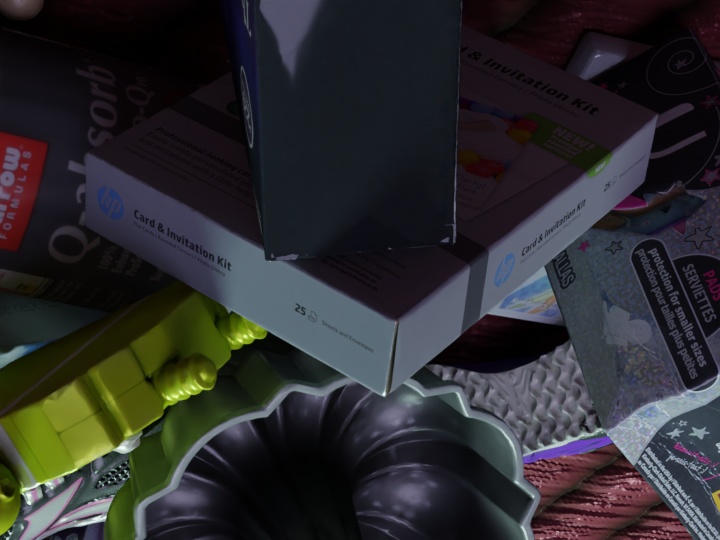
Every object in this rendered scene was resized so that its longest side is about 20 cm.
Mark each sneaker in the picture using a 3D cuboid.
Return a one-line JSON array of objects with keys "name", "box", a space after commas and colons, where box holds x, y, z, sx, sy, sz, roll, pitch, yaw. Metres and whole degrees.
[{"name": "sneaker", "box": [-0.160, 0.099, 0.824, 0.200, 0.080, 0.086, -37, 166, 14]}, {"name": "sneaker", "box": [0.095, 0.085, 0.994, 0.199, 0.070, 0.099, -13, 164, 18]}]

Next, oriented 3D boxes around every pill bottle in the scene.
[{"name": "pill bottle", "box": [-0.147, -0.046, 0.772, 0.199, 0.116, 0.116, 12, 130, -26]}]

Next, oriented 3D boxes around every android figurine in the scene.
[{"name": "android figurine", "box": [-0.126, 0.058, 0.706, 0.200, 0.182, 0.041, -23, 101, 29]}]

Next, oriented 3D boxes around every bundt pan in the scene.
[{"name": "bundt pan", "box": [-0.026, 0.116, 0.766, 0.201, 0.076, 0.203, -11, 119, -19]}]

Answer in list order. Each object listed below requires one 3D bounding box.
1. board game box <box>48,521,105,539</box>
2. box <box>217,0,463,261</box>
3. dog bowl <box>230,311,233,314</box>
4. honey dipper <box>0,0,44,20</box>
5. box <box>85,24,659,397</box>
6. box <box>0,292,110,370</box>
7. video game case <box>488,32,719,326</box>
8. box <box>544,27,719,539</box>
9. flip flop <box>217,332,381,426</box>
[{"name": "board game box", "box": [-0.116, 0.149, 0.919, 0.032, 0.201, 0.120, -7, 142, 27]}, {"name": "box", "box": [-0.015, -0.120, 0.665, 0.079, 0.200, 0.142, -8, 128, -5]}, {"name": "dog bowl", "box": [-0.079, 0.092, 0.869, 0.111, 0.201, 0.049, -14, 165, 41]}, {"name": "honey dipper", "box": [-0.236, -0.130, 0.736, 0.199, 0.038, 0.038, 2, 133, -21]}, {"name": "box", "box": [0.009, -0.043, 0.720, 0.200, 0.156, 0.041, -35, 144, -43]}, {"name": "box", "box": [-0.203, 0.051, 0.830, 0.122, 0.048, 0.200, -40, 167, 25]}, {"name": "video game case", "box": [0.171, -0.033, 0.929, 0.199, 0.022, 0.183, 9, 131, -21]}, {"name": "box", "box": [0.162, 0.007, 0.810, 0.115, 0.200, 0.132, -29, 133, 14]}, {"name": "flip flop", "box": [0.000, 0.000, 0.839, 0.081, 0.200, 0.058, 26, 166, 6]}]
